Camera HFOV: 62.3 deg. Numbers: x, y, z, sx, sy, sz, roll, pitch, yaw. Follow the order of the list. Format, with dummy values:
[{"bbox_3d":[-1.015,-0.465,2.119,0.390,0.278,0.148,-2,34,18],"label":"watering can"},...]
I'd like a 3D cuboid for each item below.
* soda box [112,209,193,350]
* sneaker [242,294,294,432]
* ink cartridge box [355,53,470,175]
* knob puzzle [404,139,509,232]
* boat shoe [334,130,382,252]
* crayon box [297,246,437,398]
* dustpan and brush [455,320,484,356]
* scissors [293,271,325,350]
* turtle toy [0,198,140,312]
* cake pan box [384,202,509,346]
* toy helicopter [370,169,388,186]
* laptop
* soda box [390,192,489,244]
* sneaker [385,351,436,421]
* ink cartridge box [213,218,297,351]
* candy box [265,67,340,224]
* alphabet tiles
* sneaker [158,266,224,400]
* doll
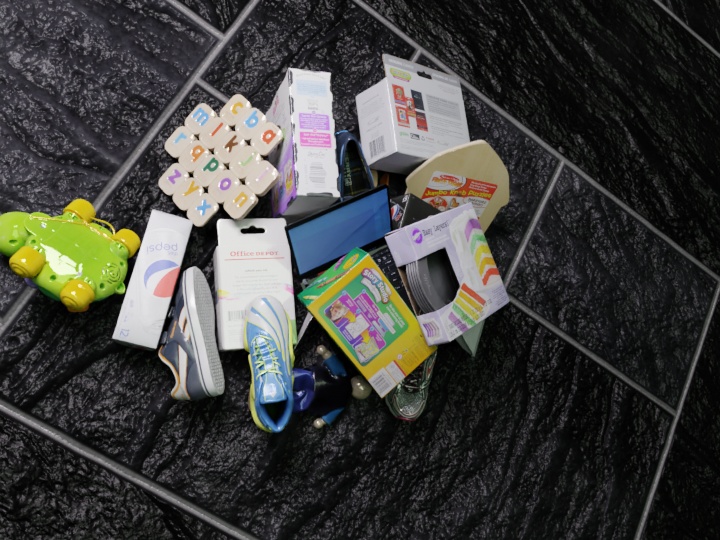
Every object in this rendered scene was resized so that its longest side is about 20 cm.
[{"bbox_3d":[-0.309,0.016,0.892,0.063,0.068,0.201,17,74,-16],"label":"soda box"},{"bbox_3d":[-0.122,0.137,0.851,0.075,0.105,0.201,-7,95,-18],"label":"sneaker"},{"bbox_3d":[0.096,-0.263,1.049,0.199,0.084,0.176,2,78,-41],"label":"ink cartridge box"},{"bbox_3d":[0.171,-0.147,1.046,0.219,0.220,0.031,10,42,-18],"label":"knob puzzle"},{"bbox_3d":[-0.013,-0.119,0.953,0.084,0.069,0.201,-24,110,-12],"label":"boat shoe"},{"bbox_3d":[0.013,0.080,0.901,0.119,0.058,0.200,-40,112,-8],"label":"crayon box"},{"bbox_3d":[0.160,0.033,1.011,0.200,0.057,0.140,41,49,-16],"label":"dustpan and brush"},{"bbox_3d":[-0.062,0.041,0.965,0.014,0.073,0.201,47,49,-49],"label":"scissors"},{"bbox_3d":[-0.421,-0.021,0.840,0.200,0.101,0.146,35,47,-8],"label":"turtle toy"},{"bbox_3d":[0.140,0.001,0.941,0.200,0.052,0.185,-21,89,-45],"label":"cake pan box"},{"bbox_3d":[-0.003,-0.109,1.035,0.132,0.079,0.201,-2,91,-29],"label":"toy helicopter"},{"bbox_3d":[0.000,0.000,0.917,0.177,0.103,0.201,-25,84,-14],"label":"laptop"},{"bbox_3d":[0.132,-0.059,1.041,0.200,0.063,0.071,26,72,-30],"label":"soda box"},{"bbox_3d":[0.087,0.151,1.001,0.080,0.075,0.201,11,78,-8],"label":"sneaker"},{"bbox_3d":[-0.169,0.022,0.941,0.117,0.067,0.201,-2,81,-19],"label":"ink cartridge box"},{"bbox_3d":[-0.097,-0.190,0.953,0.071,0.168,0.201,-1,80,-21],"label":"candy box"},{"bbox_3d":[-0.218,-0.171,0.927,0.200,0.015,0.196,43,93,21],"label":"alphabet tiles"},{"bbox_3d":[-0.260,0.094,0.887,0.079,0.078,0.201,-15,70,6],"label":"sneaker"},{"bbox_3d":[-0.073,0.185,0.951,0.199,0.048,0.137,6,96,-21],"label":"doll"}]
